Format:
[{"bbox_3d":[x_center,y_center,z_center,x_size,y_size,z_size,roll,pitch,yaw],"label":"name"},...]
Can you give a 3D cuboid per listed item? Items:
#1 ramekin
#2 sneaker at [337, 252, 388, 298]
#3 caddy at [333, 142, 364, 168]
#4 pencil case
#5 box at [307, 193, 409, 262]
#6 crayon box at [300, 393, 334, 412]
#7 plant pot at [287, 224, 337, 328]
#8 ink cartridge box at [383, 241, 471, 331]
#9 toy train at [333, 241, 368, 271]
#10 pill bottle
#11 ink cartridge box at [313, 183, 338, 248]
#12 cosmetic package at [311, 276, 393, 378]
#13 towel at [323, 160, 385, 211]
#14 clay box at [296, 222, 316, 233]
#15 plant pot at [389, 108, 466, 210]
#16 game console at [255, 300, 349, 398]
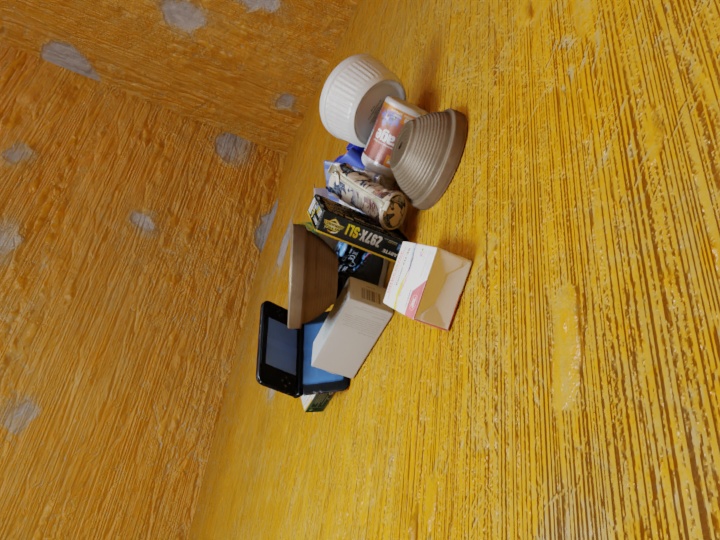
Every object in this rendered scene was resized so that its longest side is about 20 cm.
[{"bbox_3d":[0.014,-0.380,1.439,0.105,0.199,0.202,39,114,36],"label":"ramekin"},{"bbox_3d":[0.000,0.000,1.352,0.071,0.098,0.202,131,155,-57],"label":"sneaker"},{"bbox_3d":[0.005,-0.292,1.676,0.142,0.105,0.200,-51,12,-10],"label":"caddy"},{"bbox_3d":[0.013,-0.155,1.294,0.200,0.089,0.078,36,103,41],"label":"pencil case"},{"bbox_3d":[-0.002,-0.084,1.268,0.050,0.198,0.160,-66,17,11],"label":"box"},{"bbox_3d":[-0.110,0.211,1.470,0.126,0.051,0.201,-58,39,39],"label":"crayon box"},{"bbox_3d":[-0.094,0.013,1.230,0.201,0.092,0.203,-177,90,-82],"label":"plant pot"},{"bbox_3d":[0.099,0.019,1.042,0.200,0.067,0.118,-159,88,-75],"label":"ink cartridge box"},{"bbox_3d":[-0.030,-0.035,1.531,0.115,0.086,0.201,-79,16,-46],"label":"toy train"},{"bbox_3d":[0.070,-0.275,1.406,0.112,0.111,0.202,-106,37,-65],"label":"pill bottle"},{"bbox_3d":[-0.088,-0.115,1.705,0.176,0.083,0.202,-99,11,-60],"label":"ink cartridge box"},{"bbox_3d":[-0.019,0.120,1.279,0.074,0.101,0.201,-90,26,-52],"label":"cosmetic package"},{"bbox_3d":[-0.011,-0.166,1.427,0.199,0.024,0.148,24,133,43],"label":"towel"},{"bbox_3d":[-0.124,-0.024,1.552,0.200,0.047,0.116,-116,25,-56],"label":"clay box"},{"bbox_3d":[0.118,-0.227,1.223,0.201,0.092,0.203,-162,90,-75],"label":"plant pot"},{"bbox_3d":[-0.124,0.160,1.364,0.118,0.172,0.202,-30,46,34],"label":"game console"}]
